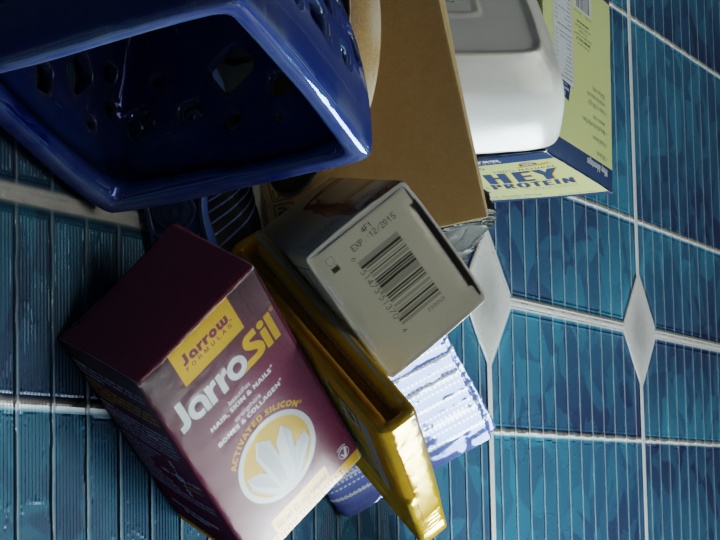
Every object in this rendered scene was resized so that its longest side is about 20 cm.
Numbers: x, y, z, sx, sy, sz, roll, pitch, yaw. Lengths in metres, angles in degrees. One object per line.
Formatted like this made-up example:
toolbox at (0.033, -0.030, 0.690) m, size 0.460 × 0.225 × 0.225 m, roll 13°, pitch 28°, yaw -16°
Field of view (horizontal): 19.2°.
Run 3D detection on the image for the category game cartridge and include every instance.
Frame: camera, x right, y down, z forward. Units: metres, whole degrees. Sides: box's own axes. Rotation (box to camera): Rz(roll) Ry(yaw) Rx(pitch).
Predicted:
game cartridge at (-0.013, 0.084, 1.448) m, size 0.176 × 0.032 × 0.200 m, roll 49°, pitch -13°, yaw 27°

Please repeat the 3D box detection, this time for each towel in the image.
towel at (0.012, 0.098, 1.637) m, size 0.024 × 0.144 × 0.200 m, roll 58°, pitch -2°, yaw 47°

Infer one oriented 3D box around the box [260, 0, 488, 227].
box at (-0.004, -0.119, 1.554) m, size 0.021 × 0.163 × 0.201 m, roll -49°, pitch 126°, yaw -77°

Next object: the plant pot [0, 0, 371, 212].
plant pot at (-0.116, -0.169, 1.305) m, size 0.200 × 0.199 × 0.181 m, roll 44°, pitch 40°, yaw -56°

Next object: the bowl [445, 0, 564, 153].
bowl at (0.057, -0.187, 1.641) m, size 0.075 × 0.199 × 0.200 m, roll 108°, pitch -26°, yaw -48°

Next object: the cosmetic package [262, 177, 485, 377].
cosmetic package at (0.000, 0.000, 1.454) m, size 0.104 × 0.087 × 0.200 m, roll 53°, pitch -10°, yaw -12°

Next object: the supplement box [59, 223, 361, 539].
supplement box at (-0.094, 0.084, 1.387) m, size 0.110 × 0.086 × 0.200 m, roll -46°, pitch 135°, yaw -19°

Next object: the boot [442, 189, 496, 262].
boot at (0.028, -0.065, 1.713) m, size 0.073 × 0.198 × 0.163 m, roll -5°, pitch 58°, yaw -34°

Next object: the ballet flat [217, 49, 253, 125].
ballet flat at (-0.102, -0.162, 1.478) m, size 0.073 × 0.073 × 0.200 m, roll -67°, pitch 145°, yaw -45°

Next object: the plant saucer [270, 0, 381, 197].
plant saucer at (-0.027, -0.149, 1.457) m, size 0.200 × 0.035 × 0.201 m, roll -177°, pitch -90°, yaw -70°

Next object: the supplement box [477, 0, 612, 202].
supplement box at (0.137, -0.179, 1.933) m, size 0.200 × 0.134 × 0.201 m, roll 20°, pitch 69°, yaw -64°

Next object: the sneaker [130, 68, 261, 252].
sneaker at (-0.108, -0.057, 1.456) m, size 0.078 × 0.070 × 0.201 m, roll -33°, pitch 123°, yaw -66°
